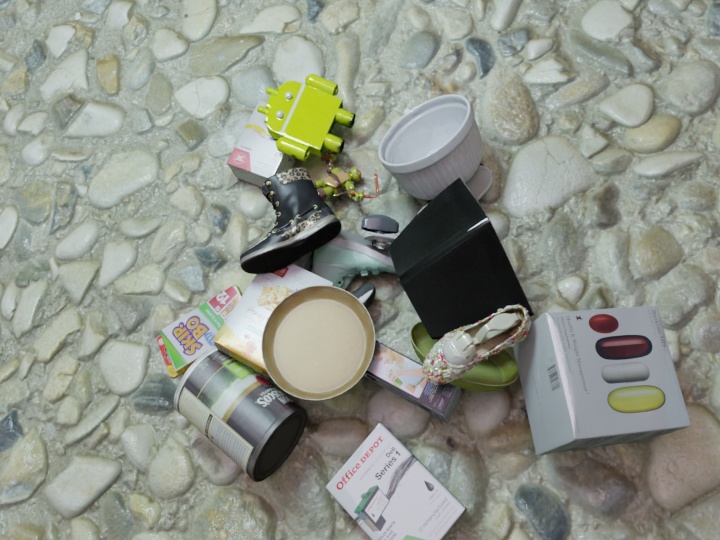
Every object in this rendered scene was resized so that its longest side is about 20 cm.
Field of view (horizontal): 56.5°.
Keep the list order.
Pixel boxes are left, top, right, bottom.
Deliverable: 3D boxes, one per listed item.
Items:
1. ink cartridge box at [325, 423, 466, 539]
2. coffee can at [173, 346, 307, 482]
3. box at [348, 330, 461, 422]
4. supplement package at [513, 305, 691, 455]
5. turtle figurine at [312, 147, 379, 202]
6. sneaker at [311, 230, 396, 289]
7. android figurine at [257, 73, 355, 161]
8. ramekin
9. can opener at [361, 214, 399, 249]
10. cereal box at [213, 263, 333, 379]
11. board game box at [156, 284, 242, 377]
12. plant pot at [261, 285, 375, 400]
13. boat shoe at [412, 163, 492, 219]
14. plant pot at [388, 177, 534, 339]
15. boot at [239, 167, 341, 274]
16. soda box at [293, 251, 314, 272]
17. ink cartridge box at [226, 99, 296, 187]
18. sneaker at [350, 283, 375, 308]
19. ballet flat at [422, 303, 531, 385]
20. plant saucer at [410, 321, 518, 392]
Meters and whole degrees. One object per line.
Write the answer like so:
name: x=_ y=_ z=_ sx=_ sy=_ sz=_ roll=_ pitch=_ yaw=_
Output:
ink cartridge box: x=0.058 y=0.381 z=1.120 sx=0.199 sy=0.085 sz=0.146 roll=40 pitch=81 yaw=21
coffee can: x=-0.213 y=0.251 z=1.192 sx=0.198 sy=0.147 sz=0.148 roll=33 pitch=79 yaw=21
box: x=0.076 y=0.187 z=1.174 sx=0.196 sy=0.117 sz=0.061 roll=27 pitch=79 yaw=18
supplement package: x=0.374 y=0.174 z=1.065 sx=0.194 sy=0.148 sz=0.196 roll=-3 pitch=68 yaw=-12
turtle figurine: x=-0.062 y=-0.180 z=1.359 sx=0.158 sy=0.065 sz=0.201 roll=-22 pitch=53 yaw=-19
sneaker: x=0.000 y=0.000 z=1.296 sx=0.195 sy=0.074 sz=0.121 roll=17 pitch=112 yaw=-4
android figurine: x=-0.114 y=-0.315 z=1.372 sx=0.196 sy=0.041 sz=0.186 roll=24 pitch=76 yaw=6
ramekin: x=0.142 y=-0.230 z=1.282 sx=0.196 sy=0.106 sz=0.203 roll=-25 pitch=36 yaw=19
can opener: x=0.097 y=-0.059 z=1.251 sx=0.194 sy=0.053 sz=0.068 roll=12 pitch=80 yaw=-12
cereal box: x=-0.153 y=0.081 z=1.207 sx=0.141 sy=0.040 sz=0.203 roll=23 pitch=65 yaw=15
board game box: x=-0.310 y=0.120 z=1.328 sx=0.197 sy=0.030 sz=0.097 roll=-32 pitch=66 yaw=1
plant pot: x=-0.071 y=0.123 z=1.139 sx=0.194 sy=0.028 sz=0.205 roll=-2 pitch=63 yaw=5
boat shoe: x=0.167 y=-0.133 z=1.301 sx=0.200 sy=0.074 sz=0.060 roll=-45 pitch=24 yaw=4
plant pot: x=0.157 y=-0.004 z=1.151 sx=0.174 sy=0.203 sz=0.201 roll=-28 pitch=26 yaw=7
boot: x=-0.148 y=-0.094 z=1.236 sx=0.196 sy=0.074 sz=0.153 roll=-27 pitch=63 yaw=-3
soda box: x=-0.127 y=-0.007 z=1.312 sx=0.062 sy=0.068 sz=0.203 roll=23 pitch=77 yaw=20
ink cartridge box: x=-0.185 y=-0.282 z=1.426 sx=0.114 sy=0.068 sz=0.204 roll=19 pitch=74 yaw=16
sneaker: x=-0.063 y=0.072 z=1.260 sx=0.197 sy=0.075 sz=0.086 roll=-33 pitch=76 yaw=-1
ballet flat: x=0.181 y=0.106 z=1.043 sx=0.197 sy=0.064 sz=0.076 roll=-29 pitch=65 yaw=-12
plant saucer: x=0.173 y=0.149 z=1.146 sx=0.197 sy=0.199 sz=0.032 roll=27 pitch=112 yaw=19
